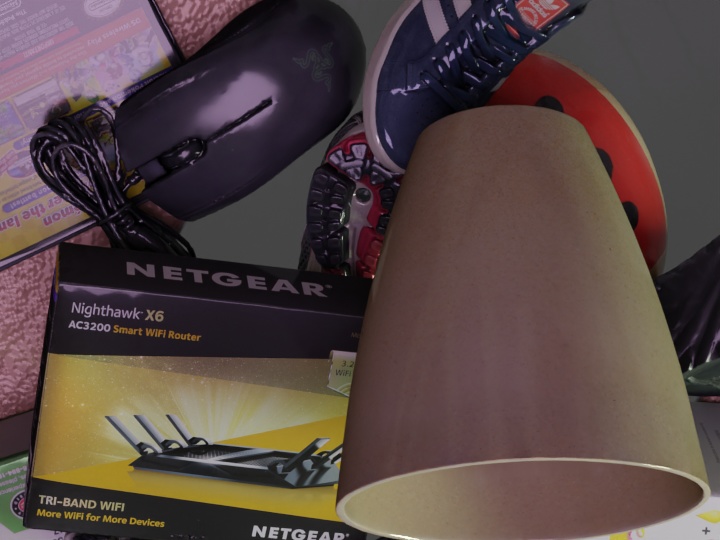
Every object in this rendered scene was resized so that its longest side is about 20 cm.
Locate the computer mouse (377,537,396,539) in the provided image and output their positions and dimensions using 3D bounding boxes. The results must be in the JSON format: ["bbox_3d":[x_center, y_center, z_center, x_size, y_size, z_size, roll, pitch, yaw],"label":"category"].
[{"bbox_3d":[0.020,0.229,1.160,0.052,0.139,0.201,11,118,-12],"label":"computer mouse"}]

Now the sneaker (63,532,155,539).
[{"bbox_3d":[-0.095,0.195,1.129,0.199,0.077,0.080,21,93,-39],"label":"sneaker"}]

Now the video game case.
[{"bbox_3d":[-0.204,-0.104,1.096,0.199,0.026,0.181,-25,107,6],"label":"video game case"}]

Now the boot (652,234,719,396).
[{"bbox_3d":[0.231,0.020,1.055,0.200,0.168,0.077,-26,77,26],"label":"boot"}]

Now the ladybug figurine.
[{"bbox_3d":[0.110,-0.038,1.097,0.135,0.072,0.201,-27,107,8],"label":"ladybug figurine"}]

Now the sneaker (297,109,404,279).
[{"bbox_3d":[0.000,0.000,1.113,0.080,0.075,0.201,14,120,0],"label":"sneaker"}]

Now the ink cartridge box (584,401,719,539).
[{"bbox_3d":[0.156,0.167,1.129,0.199,0.145,0.146,4,109,-1],"label":"ink cartridge box"}]

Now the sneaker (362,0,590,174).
[{"bbox_3d":[0.077,-0.138,1.016,0.075,0.084,0.201,38,79,-32],"label":"sneaker"}]

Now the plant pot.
[{"bbox_3d":[0.078,0.025,0.961,0.186,0.187,0.201,-1,69,0],"label":"plant pot"}]

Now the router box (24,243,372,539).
[{"bbox_3d":[-0.083,0.076,1.053,0.199,0.052,0.158,6,115,-11],"label":"router box"}]

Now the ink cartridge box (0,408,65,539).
[{"bbox_3d":[-0.213,0.201,1.165,0.144,0.084,0.201,-18,107,4],"label":"ink cartridge box"}]

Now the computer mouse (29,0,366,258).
[{"bbox_3d":[-0.076,-0.079,1.069,0.200,0.053,0.139,-40,107,-2],"label":"computer mouse"}]
